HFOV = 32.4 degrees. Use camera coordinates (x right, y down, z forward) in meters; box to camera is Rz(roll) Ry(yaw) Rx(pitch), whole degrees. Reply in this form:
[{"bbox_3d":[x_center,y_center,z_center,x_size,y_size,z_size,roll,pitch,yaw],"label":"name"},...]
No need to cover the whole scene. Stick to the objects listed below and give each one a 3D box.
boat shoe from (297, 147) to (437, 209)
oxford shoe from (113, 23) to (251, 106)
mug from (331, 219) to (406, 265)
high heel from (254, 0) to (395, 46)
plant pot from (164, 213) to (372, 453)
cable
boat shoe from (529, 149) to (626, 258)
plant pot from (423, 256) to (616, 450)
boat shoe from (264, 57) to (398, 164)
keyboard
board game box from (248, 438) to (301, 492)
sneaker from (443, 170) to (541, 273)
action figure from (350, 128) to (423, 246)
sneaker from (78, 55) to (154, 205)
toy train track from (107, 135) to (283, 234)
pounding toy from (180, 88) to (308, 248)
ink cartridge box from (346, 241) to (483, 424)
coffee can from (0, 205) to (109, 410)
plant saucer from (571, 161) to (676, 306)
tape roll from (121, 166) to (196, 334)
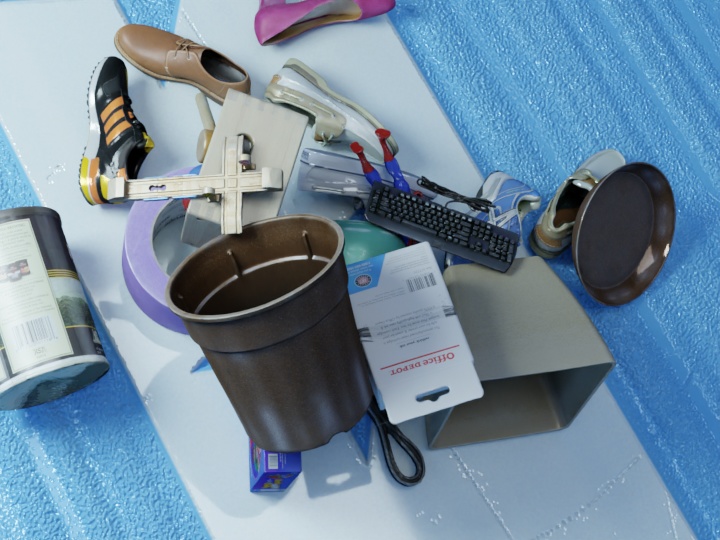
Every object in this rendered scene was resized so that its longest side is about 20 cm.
[{"bbox_3d":[0.008,-0.113,1.671,0.198,0.074,0.066,13,99,-15],"label":"boat shoe"},{"bbox_3d":[-0.236,-0.290,1.667,0.199,0.071,0.072,22,69,-3],"label":"oxford shoe"},{"bbox_3d":[-0.011,-0.001,1.575,0.151,0.185,0.115,2,86,8],"label":"mug"},{"bbox_3d":[-0.049,-0.352,1.730,0.198,0.067,0.097,3,60,-7],"label":"high heel"},{"bbox_3d":[-0.084,0.075,1.335,0.199,0.200,0.199,-30,119,-21],"label":"plant pot"},{"bbox_3d":[0.028,0.176,1.573,0.096,0.050,0.202,-7,71,-15],"label":"cable"},{"bbox_3d":[0.313,-0.101,1.723,0.075,0.068,0.200,36,65,7],"label":"boat shoe"},{"bbox_3d":[0.177,0.096,1.573,0.198,0.200,0.178,-6,60,-15],"label":"plant pot"},{"bbox_3d":[-0.041,-0.202,1.686,0.200,0.075,0.069,37,72,9],"label":"boat shoe"},{"bbox_3d":[0.107,-0.071,1.567,0.199,0.021,0.128,21,41,-5],"label":"keyboard"},{"bbox_3d":[-0.107,0.157,1.503,0.044,0.135,0.202,1,71,-13],"label":"board game box"},{"bbox_3d":[0.174,-0.048,1.666,0.077,0.076,0.201,20,66,25],"label":"sneaker"},{"bbox_3d":[0.051,-0.086,1.630,0.065,0.052,0.201,-32,120,-9],"label":"action figure"},{"bbox_3d":[-0.303,-0.180,1.596,0.089,0.070,0.202,0,75,14],"label":"sneaker"},{"bbox_3d":[-0.185,-0.097,1.367,0.198,0.033,0.116,-4,73,7],"label":"toy train track"},{"bbox_3d":[-0.156,-0.130,1.491,0.141,0.184,0.201,18,76,-7],"label":"pounding toy"},{"bbox_3d":[0.056,0.081,1.413,0.115,0.068,0.201,-16,64,-6],"label":"ink cartridge box"},{"bbox_3d":[-0.397,0.046,1.466,0.145,0.146,0.201,-17,76,-18],"label":"coffee can"},{"bbox_3d":[0.354,-0.052,1.693,0.199,0.034,0.202,-13,112,-36],"label":"plant saucer"},{"bbox_3d":[-0.202,-0.024,1.572,0.198,0.085,0.202,4,70,-11],"label":"tape roll"}]
